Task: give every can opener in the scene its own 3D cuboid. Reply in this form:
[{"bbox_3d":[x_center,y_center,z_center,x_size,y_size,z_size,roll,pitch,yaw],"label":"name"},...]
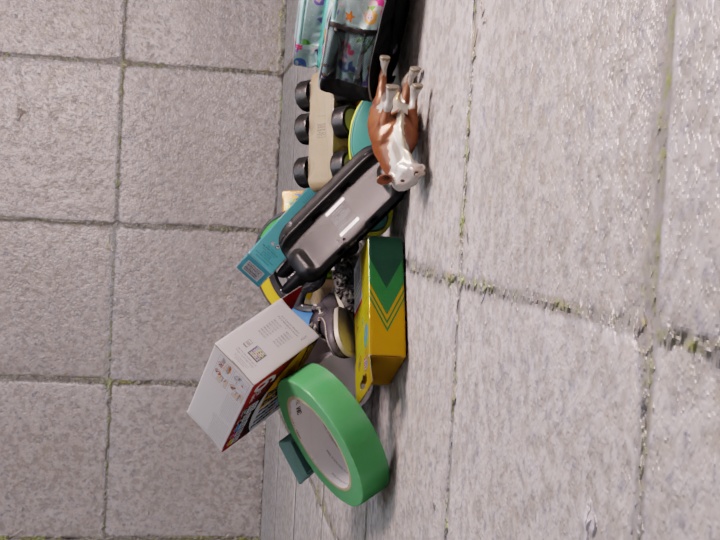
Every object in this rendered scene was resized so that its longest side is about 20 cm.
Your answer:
[{"bbox_3d":[-0.066,-0.027,1.641,0.200,0.078,0.064,-37,51,51],"label":"can opener"}]

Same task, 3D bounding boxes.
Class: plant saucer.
[{"bbox_3d":[-0.058,0.252,1.716,0.070,0.019,0.200,62,-152,-1],"label":"plant saucer"}]

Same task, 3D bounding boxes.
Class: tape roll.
[{"bbox_3d":[-0.039,0.224,1.556,0.200,0.048,0.201,46,154,30],"label":"tape roll"}]

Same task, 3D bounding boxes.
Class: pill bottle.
[{"bbox_3d":[-0.047,0.152,1.714,0.200,0.119,0.120,-168,80,-77],"label":"pill bottle"}]

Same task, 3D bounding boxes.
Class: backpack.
[{"bbox_3d":[-0.004,-0.347,1.513,0.178,0.150,0.200,-68,-5,-60],"label":"backpack"}]

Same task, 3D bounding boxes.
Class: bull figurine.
[{"bbox_3d":[0.045,-0.184,1.417,0.200,0.065,0.122,-105,22,-60],"label":"bull figurine"}]

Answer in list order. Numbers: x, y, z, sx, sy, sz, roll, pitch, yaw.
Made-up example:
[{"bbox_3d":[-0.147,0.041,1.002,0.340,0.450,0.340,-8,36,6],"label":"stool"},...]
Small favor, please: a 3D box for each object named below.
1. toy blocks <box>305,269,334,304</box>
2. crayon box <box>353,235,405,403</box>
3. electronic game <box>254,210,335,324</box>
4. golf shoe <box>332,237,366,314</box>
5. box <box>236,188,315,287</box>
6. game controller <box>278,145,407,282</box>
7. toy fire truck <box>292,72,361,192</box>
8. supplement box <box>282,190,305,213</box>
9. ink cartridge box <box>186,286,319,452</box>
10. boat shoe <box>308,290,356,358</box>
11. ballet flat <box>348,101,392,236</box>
[{"bbox_3d":[-0.059,0.100,1.959,0.137,0.100,0.200,-115,35,-44],"label":"toy blocks"},{"bbox_3d":[0.024,0.070,1.515,0.127,0.051,0.201,113,158,-67],"label":"crayon box"},{"bbox_3d":[-0.091,-0.002,1.857,0.042,0.200,0.201,-26,-53,-55],"label":"electronic game"},{"bbox_3d":[0.000,0.000,1.684,0.095,0.078,0.200,68,-171,-47],"label":"golf shoe"},{"bbox_3d":[-0.101,-0.069,1.738,0.200,0.049,0.082,-50,5,-25],"label":"box"},{"bbox_3d":[-0.025,-0.076,1.522,0.104,0.200,0.042,52,-167,30],"label":"game controller"},{"bbox_3d":[-0.011,-0.192,1.704,0.128,0.200,0.177,-5,81,39],"label":"toy fire truck"},{"bbox_3d":[-0.081,-0.086,1.976,0.200,0.069,0.067,31,-121,-73],"label":"supplement box"},{"bbox_3d":[-0.140,0.139,1.624,0.084,0.175,0.200,45,142,13],"label":"ink cartridge box"},{"bbox_3d":[-0.042,0.085,1.630,0.200,0.063,0.073,-94,-22,-72],"label":"boat shoe"},{"bbox_3d":[0.019,-0.145,1.594,0.067,0.067,0.201,28,-118,-78],"label":"ballet flat"}]
